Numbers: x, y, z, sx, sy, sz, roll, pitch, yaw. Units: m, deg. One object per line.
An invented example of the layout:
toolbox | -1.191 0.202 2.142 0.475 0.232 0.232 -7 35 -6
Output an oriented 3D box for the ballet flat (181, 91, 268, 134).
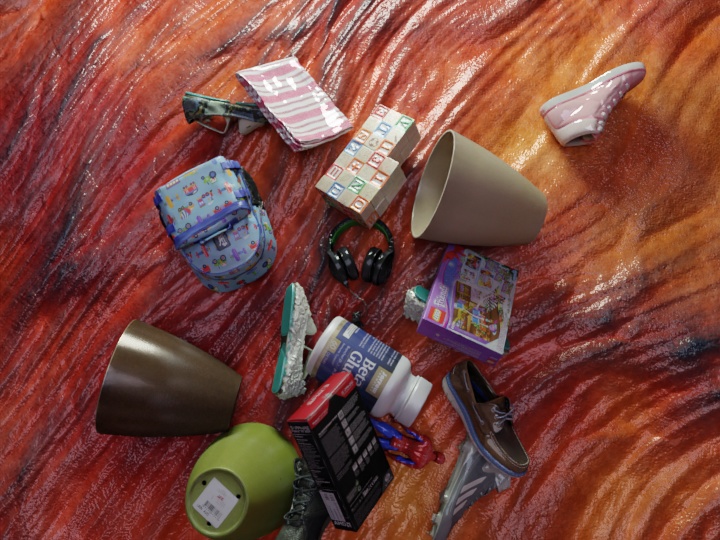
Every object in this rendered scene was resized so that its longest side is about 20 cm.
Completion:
ballet flat | -0.243 -0.295 1.088 0.196 0.074 0.076 9 80 4

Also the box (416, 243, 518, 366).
box | 0.184 0.049 0.951 0.135 0.039 0.201 24 46 3

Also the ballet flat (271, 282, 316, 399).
ballet flat | -0.112 0.126 1.004 0.070 0.072 0.204 7 82 4

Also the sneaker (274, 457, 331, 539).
sneaker | -0.088 0.358 0.882 0.075 0.199 0.116 -9 108 36

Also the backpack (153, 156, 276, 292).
backpack | -0.249 -0.071 1.006 0.180 0.135 0.203 -24 82 -1

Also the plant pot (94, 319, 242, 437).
plant pot | -0.306 0.199 0.949 0.197 0.187 0.190 16 80 -9

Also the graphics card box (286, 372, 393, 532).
graphics card box | -0.026 0.278 0.878 0.050 0.125 0.203 -12 107 37

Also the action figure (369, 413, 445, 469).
action figure | 0.052 0.286 0.966 0.197 0.052 0.066 23 87 2

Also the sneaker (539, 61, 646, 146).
sneaker | 0.440 -0.294 1.040 0.198 0.075 0.106 -24 74 6

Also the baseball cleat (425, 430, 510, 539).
baseball cleat | 0.187 0.362 0.933 0.105 0.070 0.203 23 82 7

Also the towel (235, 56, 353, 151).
towel | -0.121 -0.319 1.063 0.146 0.030 0.201 -31 78 -37

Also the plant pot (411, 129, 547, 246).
plant pot | 0.212 -0.119 0.980 0.197 0.187 0.190 16 80 -9

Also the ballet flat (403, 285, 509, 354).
ballet flat | 0.161 0.099 0.987 0.198 0.072 0.072 32 82 10

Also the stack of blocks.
stack of blocks | 0.026 -0.191 1.031 0.114 0.059 0.201 32 81 28

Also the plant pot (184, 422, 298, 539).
plant pot | -0.195 0.345 0.890 0.184 0.200 0.191 0 79 3

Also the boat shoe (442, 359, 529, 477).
boat shoe | 0.209 0.236 0.921 0.072 0.073 0.201 -11 53 -41

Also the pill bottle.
pill bottle | 0.017 0.174 0.956 0.198 0.111 0.112 30 82 8

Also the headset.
headset | 0.000 0.000 1.023 0.121 0.094 0.203 0 64 7
